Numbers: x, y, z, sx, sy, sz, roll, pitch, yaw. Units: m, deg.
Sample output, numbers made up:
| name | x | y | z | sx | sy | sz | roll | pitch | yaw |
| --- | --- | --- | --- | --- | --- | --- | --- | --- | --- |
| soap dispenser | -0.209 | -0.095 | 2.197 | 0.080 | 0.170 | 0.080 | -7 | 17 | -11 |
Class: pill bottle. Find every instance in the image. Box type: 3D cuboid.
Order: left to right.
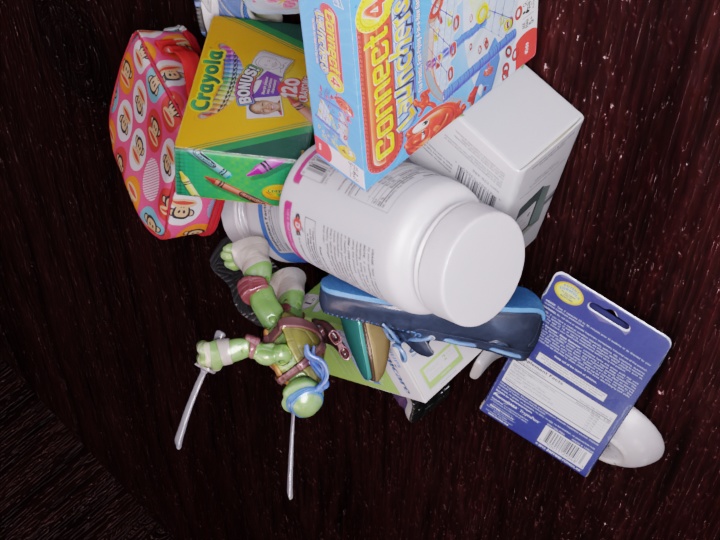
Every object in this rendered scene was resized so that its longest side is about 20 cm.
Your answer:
| name | x | y | z | sx | sy | sz | roll | pitch | yaw |
| --- | --- | --- | --- | --- | --- | --- | --- | --- | --- |
| pill bottle | -0.044 | -0.064 | 1.522 | 0.199 | 0.112 | 0.113 | -1 | 126 | 44 |
| pill bottle | 0.033 | -0.031 | 1.262 | 0.199 | 0.113 | 0.114 | 27 | 147 | 44 |

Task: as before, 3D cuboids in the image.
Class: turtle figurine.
| name | x | y | z | sx | sy | sz | roll | pitch | yaw |
| --- | --- | --- | --- | --- | --- | --- | --- | --- | --- |
| turtle figurine | -0.104 | 0.082 | 1.468 | 0.201 | 0.142 | 0.195 | 121 | 150 | -42 |

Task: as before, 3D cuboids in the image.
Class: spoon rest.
| name | x | y | z | sx | sy | sz | roll | pitch | yaw |
| --- | --- | --- | --- | --- | --- | --- | --- | --- | --- |
| spoon rest | 0.205 | 0.124 | 1.470 | 0.199 | 0.061 | 0.100 | 31 | 155 | 7 |

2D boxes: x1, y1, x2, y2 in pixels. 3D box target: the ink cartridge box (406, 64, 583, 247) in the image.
| name | x | y | z | sx | sy | sz | roll | pitch | yaw |
| --- | --- | --- | --- | --- | --- | --- | --- | --- | --- |
| ink cartridge box | 0.093 | -0.099 | 1.304 | 0.146 | 0.084 | 0.201 | 43 | 156 | 16 |

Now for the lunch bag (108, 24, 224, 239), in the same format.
| name | x | y | z | sx | sy | sz | roll | pitch | yaw |
| --- | --- | --- | --- | --- | --- | --- | --- | --- | --- |
| lunch bag | -0.192 | -0.152 | 1.557 | 0.201 | 0.081 | 0.177 | 61 | 144 | 38 |

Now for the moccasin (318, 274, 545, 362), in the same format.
| name | x | y | z | sx | sy | sz | roll | pitch | yaw |
| --- | --- | --- | --- | --- | --- | --- | --- | --- | --- |
| moccasin | 0.060 | 0.047 | 1.322 | 0.197 | 0.081 | 0.069 | 9 | 115 | 3 |

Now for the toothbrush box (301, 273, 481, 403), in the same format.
| name | x | y | z | sx | sy | sz | roll | pitch | yaw |
| --- | --- | --- | --- | --- | --- | --- | --- | --- | --- |
| toothbrush box | 0.041 | 0.041 | 1.532 | 0.199 | 0.145 | 0.087 | 7 | 133 | 58 |

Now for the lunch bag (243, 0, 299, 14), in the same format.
| name | x | y | z | sx | sy | sz | roll | pitch | yaw |
| --- | --- | --- | --- | --- | --- | --- | --- | --- | --- |
| lunch bag | -0.078 | -0.307 | 1.262 | 0.198 | 0.128 | 0.170 | 28 | 155 | 2 |

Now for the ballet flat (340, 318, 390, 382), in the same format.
| name | x | y | z | sx | sy | sz | roll | pitch | yaw |
| --- | --- | --- | --- | --- | --- | --- | --- | --- | --- |
| ballet flat | 0.000 | 0.000 | 1.392 | 0.069 | 0.062 | 0.202 | 175 | 75 | -75 |

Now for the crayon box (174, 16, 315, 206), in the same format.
| name | x | y | z | sx | sy | sz | roll | pitch | yaw |
| --- | --- | --- | --- | --- | --- | --- | --- | --- | --- |
| crayon box | -0.095 | -0.148 | 1.395 | 0.117 | 0.201 | 0.059 | 6 | 135 | 2 |

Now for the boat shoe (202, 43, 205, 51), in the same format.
| name | x | y | z | sx | sy | sz | roll | pitch | yaw |
| --- | --- | --- | --- | --- | --- | --- | --- | --- | --- |
| boat shoe | -0.075 | -0.178 | 1.523 | 0.200 | 0.068 | 0.072 | 40 | 154 | 25 |

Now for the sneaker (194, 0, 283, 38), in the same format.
| name | x | y | z | sx | sy | sz | roll | pitch | yaw |
| --- | --- | --- | --- | --- | --- | --- | --- | --- | --- |
| sneaker | -0.120 | -0.307 | 1.439 | 0.076 | 0.076 | 0.201 | 9 | 137 | 19 |

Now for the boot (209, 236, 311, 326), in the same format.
| name | x | y | z | sx | sy | sz | roll | pitch | yaw |
| --- | --- | --- | --- | --- | --- | --- | --- | --- | --- |
| boot | -0.066 | 0.052 | 1.745 | 0.200 | 0.066 | 0.165 | 40 | -173 | -38 |

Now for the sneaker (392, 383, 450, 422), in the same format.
| name | x | y | z | sx | sy | sz | roll | pitch | yaw |
| --- | --- | --- | --- | --- | --- | --- | --- | --- | --- |
| sneaker | 0.056 | 0.096 | 1.685 | 0.088 | 0.075 | 0.201 | 50 | 158 | 17 |

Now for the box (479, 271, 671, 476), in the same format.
| name | x | y | z | sx | sy | sz | roll | pitch | yaw |
| --- | --- | --- | --- | --- | --- | --- | --- | --- | --- |
| box | 0.196 | 0.089 | 1.379 | 0.120 | 0.032 | 0.201 | 32 | 135 | 9 |

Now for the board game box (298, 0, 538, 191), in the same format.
| name | x | y | z | sx | sy | sz | roll | pitch | yaw |
| --- | --- | --- | --- | --- | --- | --- | --- | --- | --- |
| board game box | 0.048 | -0.190 | 1.114 | 0.056 | 0.195 | 0.201 | 37 | 154 | 28 |
